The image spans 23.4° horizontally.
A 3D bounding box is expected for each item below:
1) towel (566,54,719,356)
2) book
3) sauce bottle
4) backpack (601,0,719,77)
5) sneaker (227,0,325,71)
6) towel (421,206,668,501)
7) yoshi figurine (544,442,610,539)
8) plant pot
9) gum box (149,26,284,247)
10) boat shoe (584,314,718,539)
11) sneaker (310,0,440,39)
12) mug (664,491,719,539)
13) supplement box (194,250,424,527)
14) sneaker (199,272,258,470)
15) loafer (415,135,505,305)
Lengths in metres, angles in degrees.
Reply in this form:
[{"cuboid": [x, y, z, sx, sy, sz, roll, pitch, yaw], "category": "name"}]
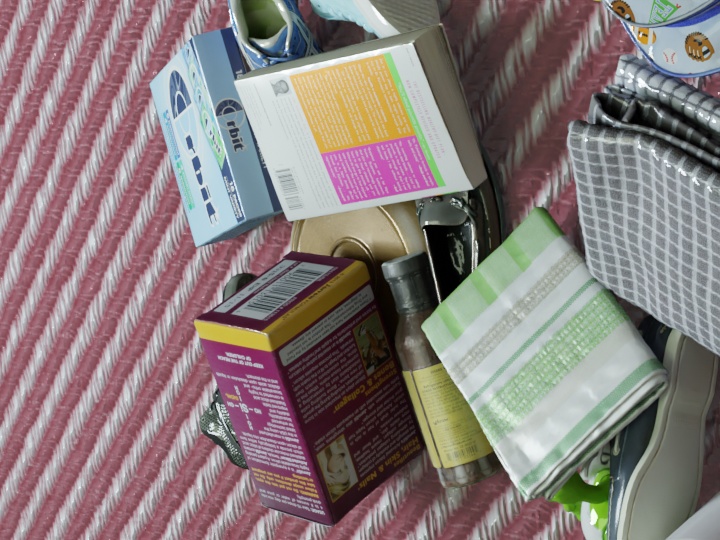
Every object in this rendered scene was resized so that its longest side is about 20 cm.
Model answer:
[{"cuboid": [0.232, -0.033, 1.229, 0.165, 0.085, 0.201, 35, 155, 37], "category": "towel"}, {"cuboid": [-0.002, -0.117, 1.441, 0.199, 0.048, 0.134, -7, 110, 38], "category": "book"}, {"cuboid": [0.068, 0.084, 1.491, 0.065, 0.065, 0.201, -11, 98, 47], "category": "sauce bottle"}, {"cuboid": [0.239, -0.231, 1.179, 0.200, 0.154, 0.191, -30, 90, 43], "category": "backpack"}, {"cuboid": [-0.071, -0.184, 1.526, 0.075, 0.077, 0.201, -24, 107, 15], "category": "sneaker"}, {"cuboid": [0.142, 0.064, 1.355, 0.149, 0.031, 0.200, -45, 47, 16], "category": "towel"}, {"cuboid": [0.178, 0.179, 1.385, 0.112, 0.112, 0.201, -25, 80, 53], "category": "yoshi figurine"}, {"cuboid": [0.000, 0.000, 1.576, 0.199, 0.027, 0.201, 15, 112, 44], "category": "plant pot"}, {"cuboid": [-0.136, -0.119, 1.617, 0.200, 0.044, 0.171, 162, 92, -70], "category": "gum box"}, {"cuboid": [0.218, 0.131, 1.322, 0.062, 0.075, 0.201, 9, 89, 52], "category": "boat shoe"}, {"cuboid": [-0.002, -0.238, 1.485, 0.200, 0.074, 0.082, 56, 143, 31], "category": "sneaker"}, {"cuboid": [0.280, 0.251, 1.262, 0.149, 0.153, 0.188, 4, 105, 45], "category": "mug"}, {"cuboid": [-0.042, 0.102, 1.536, 0.103, 0.131, 0.201, 8, 123, 45], "category": "supplement box"}, {"cuboid": [-0.117, 0.105, 1.692, 0.114, 0.076, 0.201, -9, 100, 41], "category": "sneaker"}, {"cuboid": [0.082, -0.030, 1.454, 0.072, 0.063, 0.201, -15, 91, 47], "category": "loafer"}]
